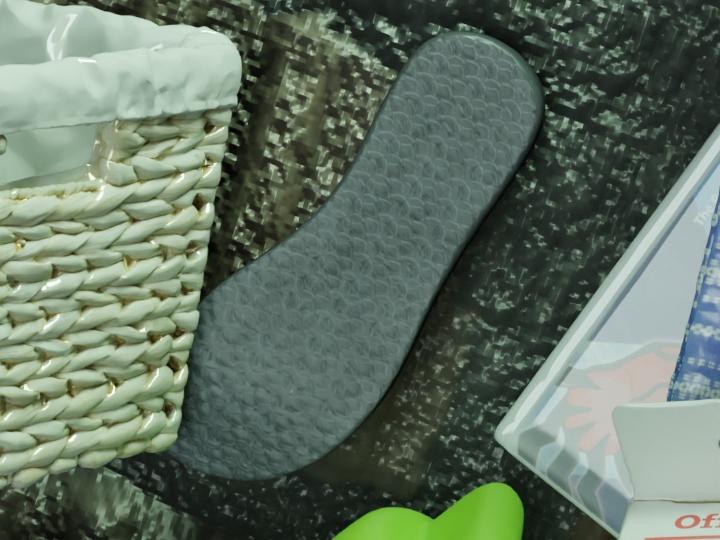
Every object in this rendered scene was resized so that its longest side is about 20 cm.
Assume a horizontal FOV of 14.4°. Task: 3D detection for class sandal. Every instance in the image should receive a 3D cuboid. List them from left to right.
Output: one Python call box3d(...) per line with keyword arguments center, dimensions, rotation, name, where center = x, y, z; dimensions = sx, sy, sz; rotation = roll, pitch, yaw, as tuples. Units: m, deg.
box3d(center=(0.001, 0.000, 1.069), dimensions=(0.076, 0.043, 0.200), rotation=(41, 99, 2), name="sandal")

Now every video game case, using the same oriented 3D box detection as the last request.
box3d(center=(0.175, 0.038, 1.021), dimensions=(0.182, 0.023, 0.200), rotation=(38, 106, 11), name="video game case")

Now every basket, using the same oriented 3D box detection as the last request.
box3d(center=(-0.178, -0.017, 1.020), dimensions=(0.200, 0.198, 0.161), rotation=(13, 105, 35), name="basket")

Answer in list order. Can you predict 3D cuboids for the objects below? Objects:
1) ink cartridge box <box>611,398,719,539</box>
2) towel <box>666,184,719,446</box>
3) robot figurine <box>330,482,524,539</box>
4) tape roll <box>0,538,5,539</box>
box3d(center=(0.151, 0.140, 0.968), dimensions=(0.117, 0.067, 0.200), rotation=(-4, 124, 22), name="ink cartridge box")
box3d(center=(0.187, 0.011, 0.991), dimensions=(0.145, 0.024, 0.200), rotation=(15, 100, 15), name="towel")
box3d(center=(-0.004, 0.167, 1.044), dimensions=(0.200, 0.116, 0.175), rotation=(-40, 102, 18), name="robot figurine")
box3d(center=(-0.135, 0.204, 1.057), dimensions=(0.200, 0.066, 0.200), rotation=(37, 136, 47), name="tape roll")
